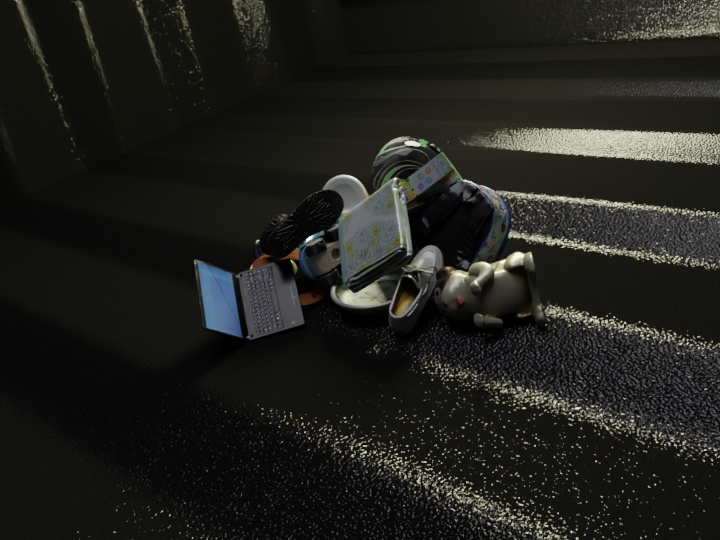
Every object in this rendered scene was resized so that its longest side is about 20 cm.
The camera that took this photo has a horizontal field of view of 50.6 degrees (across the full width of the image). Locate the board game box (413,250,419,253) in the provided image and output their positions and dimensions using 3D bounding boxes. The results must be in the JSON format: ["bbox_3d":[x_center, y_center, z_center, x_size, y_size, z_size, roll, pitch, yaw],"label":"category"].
[{"bbox_3d":[0.069,-0.080,1.884,0.133,0.035,0.200,-23,27,-18],"label":"board game box"}]

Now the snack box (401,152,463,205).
[{"bbox_3d":[0.158,-0.174,1.684,0.141,0.053,0.200,-38,-17,10],"label":"snack box"}]

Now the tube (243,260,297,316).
[{"bbox_3d":[-0.203,0.047,1.752,0.058,0.052,0.201,-49,8,35],"label":"tube"}]

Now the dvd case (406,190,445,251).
[{"bbox_3d":[0.116,-0.091,1.686,0.147,0.201,0.016,-23,65,-32],"label":"dvd case"}]

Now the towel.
[{"bbox_3d":[0.029,-0.071,1.566,0.170,0.048,0.203,-32,47,30],"label":"towel"}]

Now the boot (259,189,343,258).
[{"bbox_3d":[-0.139,-0.108,1.724,0.210,0.080,0.158,-35,10,-7],"label":"boot"}]

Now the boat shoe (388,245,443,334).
[{"bbox_3d":[0.105,0.020,1.499,0.074,0.087,0.204,20,64,23],"label":"boat shoe"}]

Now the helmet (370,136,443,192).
[{"bbox_3d":[0.122,-0.262,2.068,0.187,0.203,0.201,10,30,9],"label":"helmet"}]

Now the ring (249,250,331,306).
[{"bbox_3d":[-0.158,0.019,1.741,0.196,0.019,0.202,5,39,-4],"label":"ring"}]

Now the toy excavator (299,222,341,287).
[{"bbox_3d":[-0.082,-0.051,1.743,0.194,0.101,0.198,-37,19,-31],"label":"toy excavator"}]

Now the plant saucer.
[{"bbox_3d":[0.035,0.047,1.624,0.196,0.051,0.201,-10,27,5],"label":"plant saucer"}]

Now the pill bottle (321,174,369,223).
[{"bbox_3d":[-0.030,-0.159,1.847,0.110,0.115,0.200,-11,-5,5],"label":"pill bottle"}]

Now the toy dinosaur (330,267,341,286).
[{"bbox_3d":[0.000,0.000,1.746,0.198,0.048,0.088,-25,42,-28],"label":"toy dinosaur"}]

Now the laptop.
[{"bbox_3d":[-0.236,0.046,1.617,0.196,0.104,0.180,-16,57,-1],"label":"laptop"}]

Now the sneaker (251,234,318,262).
[{"bbox_3d":[-0.177,-0.069,1.909,0.197,0.097,0.079,-24,28,-22],"label":"sneaker"}]

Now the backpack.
[{"bbox_3d":[0.228,-0.086,1.605,0.153,0.192,0.200,-4,42,-47],"label":"backpack"}]

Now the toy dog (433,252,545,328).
[{"bbox_3d":[0.238,0.032,1.459,0.196,0.142,0.195,-11,25,9],"label":"toy dog"}]
